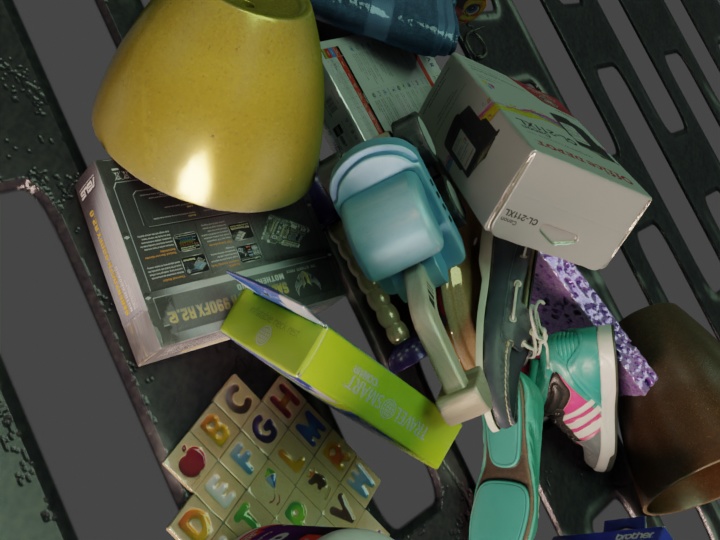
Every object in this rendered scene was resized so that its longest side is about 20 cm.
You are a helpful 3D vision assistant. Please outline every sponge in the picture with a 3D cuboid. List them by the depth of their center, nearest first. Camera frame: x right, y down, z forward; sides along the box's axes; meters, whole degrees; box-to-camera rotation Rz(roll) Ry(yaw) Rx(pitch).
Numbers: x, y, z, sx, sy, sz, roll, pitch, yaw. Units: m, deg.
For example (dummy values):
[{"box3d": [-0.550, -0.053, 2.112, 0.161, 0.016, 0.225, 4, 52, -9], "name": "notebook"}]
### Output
[{"box3d": [0.232, 0.053, 0.915, 0.030, 0.111, 0.201, -39, 95, -19], "name": "sponge"}]

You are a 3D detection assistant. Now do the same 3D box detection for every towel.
[{"box3d": [0.010, -0.286, 0.894, 0.197, 0.049, 0.113, 16, 39, -9], "name": "towel"}]

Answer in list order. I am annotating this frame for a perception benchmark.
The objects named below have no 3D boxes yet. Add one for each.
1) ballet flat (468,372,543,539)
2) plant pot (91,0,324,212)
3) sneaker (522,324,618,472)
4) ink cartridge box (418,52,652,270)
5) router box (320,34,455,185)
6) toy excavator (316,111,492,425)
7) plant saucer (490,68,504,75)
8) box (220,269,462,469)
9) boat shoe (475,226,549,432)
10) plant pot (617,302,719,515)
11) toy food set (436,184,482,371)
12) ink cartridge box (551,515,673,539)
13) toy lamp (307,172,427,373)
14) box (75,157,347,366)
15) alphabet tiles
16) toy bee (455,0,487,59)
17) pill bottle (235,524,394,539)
[{"box3d": [0.147, 0.196, 0.787, 0.070, 0.067, 0.204, 16, 76, -48], "name": "ballet flat"}, {"box3d": [-0.108, -0.167, 0.679, 0.197, 0.143, 0.202, 17, 37, -13], "name": "plant pot"}, {"box3d": [0.209, 0.140, 0.875, 0.084, 0.118, 0.202, -74, 157, -49], "name": "sneaker"}, {"box3d": [0.156, -0.106, 0.777, 0.144, 0.083, 0.201, 16, 30, -28], "name": "ink cartridge box"}, {"box3d": [0.040, -0.163, 0.911, 0.178, 0.049, 0.202, -25, 85, -44], "name": "router box"}, {"box3d": [0.041, -0.001, 0.672, 0.196, 0.099, 0.201, 59, 17, -26], "name": "toy excavator"}, {"box3d": [0.155, -0.133, 0.932, 0.198, 0.036, 0.203, 18, 59, -32], "name": "plant saucer"}, {"box3d": [-0.021, 0.080, 0.653, 0.200, 0.121, 0.048, 40, 77, -37], "name": "box"}, {"box3d": [0.140, 0.046, 0.757, 0.075, 0.061, 0.203, 61, 31, -56], "name": "boat shoe"}, {"box3d": [0.367, 0.146, 0.951, 0.185, 0.187, 0.202, 7, 50, -36], "name": "plant pot"}, {"box3d": [0.105, 0.015, 0.829, 0.199, 0.048, 0.203, -61, 136, -55], "name": "toy food set"}, {"box3d": [0.219, 0.312, 0.755, 0.200, 0.136, 0.077, -41, 100, -43], "name": "ink cartridge box"}, {"box3d": [0.000, 0.000, 0.793, 0.058, 0.058, 0.202, -27, 87, -43], "name": "toy lamp"}, {"box3d": [-0.122, -0.023, 0.709, 0.198, 0.048, 0.161, -15, 79, -42], "name": "box"}, {"box3d": [-0.063, 0.189, 0.678, 0.200, 0.006, 0.167, 47, 48, -10], "name": "alphabet tiles"}, {"box3d": [0.110, -0.346, 1.022, 0.198, 0.108, 0.133, -14, 75, -42], "name": "toy bee"}, {"box3d": [-0.026, 0.228, 0.546, 0.111, 0.199, 0.115, 8, 72, -27], "name": "pill bottle"}]
